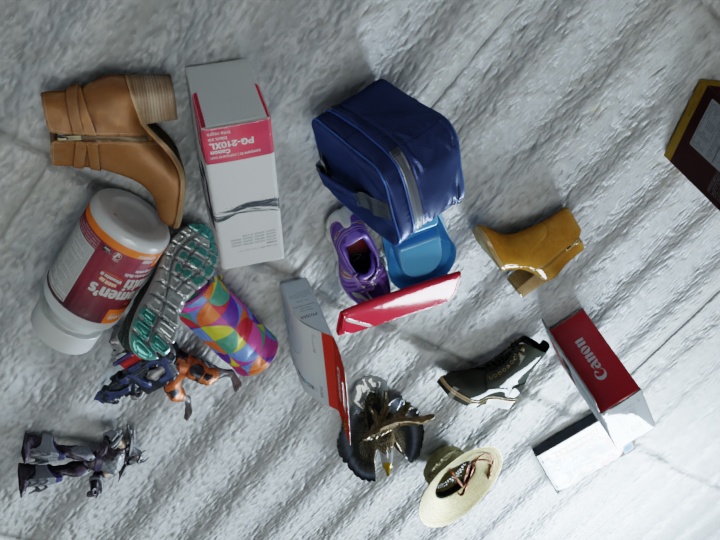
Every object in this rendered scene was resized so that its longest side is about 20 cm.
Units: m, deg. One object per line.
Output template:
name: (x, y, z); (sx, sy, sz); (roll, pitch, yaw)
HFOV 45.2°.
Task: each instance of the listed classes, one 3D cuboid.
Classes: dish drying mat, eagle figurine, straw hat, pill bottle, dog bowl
dish drying mat: (0.058, 0.052, 1.306); (0.196, 0.018, 0.077); (-16, 150, -17)
eagle figurine: (0.039, 0.288, 1.515); (0.149, 0.153, 0.201); (23, 162, 8)
straw hat: (0.171, 0.388, 1.662); (0.197, 0.085, 0.205); (-21, 132, -24)
pill bottle: (-0.335, 0.005, 1.104); (0.108, 0.110, 0.201); (22, 117, -35)
dog bowl: (0.078, -0.061, 1.269); (0.109, 0.050, 0.203); (-19, 132, -7)

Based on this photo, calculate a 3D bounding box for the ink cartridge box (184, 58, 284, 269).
ink cartridge box: (-0.151, -0.127, 1.047); (0.082, 0.146, 0.203); (-11, 132, -11)

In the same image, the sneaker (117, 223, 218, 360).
sneaker: (-0.259, 0.023, 1.136); (0.077, 0.203, 0.090); (43, 149, -27)

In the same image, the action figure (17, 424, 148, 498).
action figure: (-0.425, 0.298, 1.343); (0.196, 0.070, 0.133); (3, 118, -31)

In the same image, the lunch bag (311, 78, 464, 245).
lunch bag: (0.021, -0.138, 1.085); (0.131, 0.199, 0.138); (-32, 134, -19)

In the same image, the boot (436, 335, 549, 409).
boot: (0.234, 0.166, 1.519); (0.197, 0.078, 0.140); (9, 121, -45)

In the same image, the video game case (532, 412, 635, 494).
video game case: (0.474, 0.376, 1.823); (0.197, 0.026, 0.182); (-31, 133, 4)

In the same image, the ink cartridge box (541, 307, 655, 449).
ink cartridge box: (0.411, 0.176, 1.505); (0.083, 0.202, 0.176); (-31, 135, 5)

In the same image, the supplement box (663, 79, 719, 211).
supplement box: (0.611, -0.172, 1.300); (0.192, 0.202, 0.135); (0, 129, -22)

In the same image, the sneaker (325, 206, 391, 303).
sneaker: (0.000, 0.000, 1.262); (0.079, 0.084, 0.202); (-25, 136, 0)

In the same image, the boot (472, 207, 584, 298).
boot: (0.268, -0.053, 1.353); (0.144, 0.071, 0.201); (-41, 135, 5)

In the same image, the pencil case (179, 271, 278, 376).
pencil case: (-0.195, 0.068, 1.238); (0.087, 0.089, 0.201); (-30, 134, 4)

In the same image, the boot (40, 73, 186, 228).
boot: (-0.291, -0.135, 1.035); (0.151, 0.074, 0.204); (-11, 120, -16)

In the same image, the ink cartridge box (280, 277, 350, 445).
ink cartridge box: (-0.065, 0.136, 1.267); (0.046, 0.202, 0.163); (-13, 132, -12)

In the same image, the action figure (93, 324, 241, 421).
action figure: (-0.299, 0.143, 1.273); (0.197, 0.106, 0.193); (-20, 133, 33)
